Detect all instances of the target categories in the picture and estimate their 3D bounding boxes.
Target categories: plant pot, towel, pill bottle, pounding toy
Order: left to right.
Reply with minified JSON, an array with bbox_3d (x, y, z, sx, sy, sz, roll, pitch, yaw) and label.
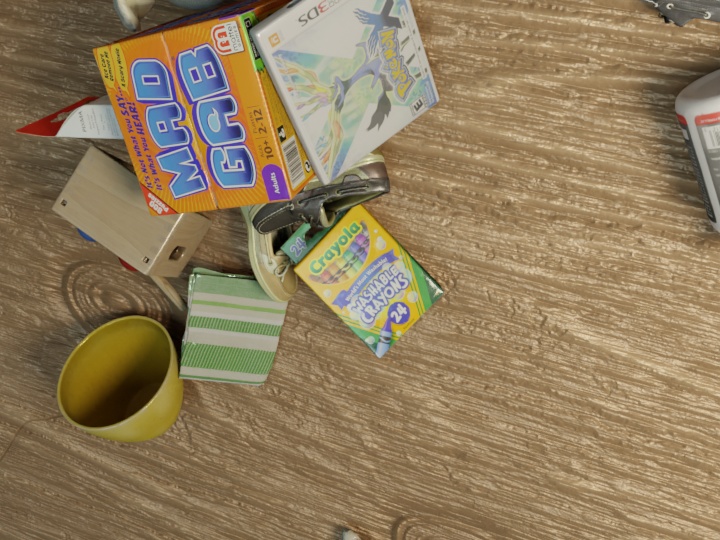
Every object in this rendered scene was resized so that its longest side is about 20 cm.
[{"bbox_3d":[-0.368,0.199,1.241,0.196,0.203,0.143,3,144,20],"label":"plant pot"},{"bbox_3d":[-0.310,-0.050,1.080,0.182,0.200,0.144,34,89,2],"label":"pounding toy"},{"bbox_3d":[-0.197,0.092,1.166,0.149,0.024,0.203,8,121,-13],"label":"towel"},{"bbox_3d":[0.411,-0.105,0.790,0.114,0.116,0.203,-16,110,28],"label":"pill bottle"}]

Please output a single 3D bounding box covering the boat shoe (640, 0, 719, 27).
[{"bbox_3d":[0.334,-0.277,0.766,0.196,0.071,0.067,13,140,19],"label":"boat shoe"}]

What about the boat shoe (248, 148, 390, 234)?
[{"bbox_3d":[-0.053,-0.087,0.970,0.198,0.072,0.067,-25,73,16],"label":"boat shoe"}]

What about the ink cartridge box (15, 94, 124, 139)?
[{"bbox_3d":[-0.332,-0.223,1.005,0.196,0.161,0.048,7,121,19],"label":"ink cartridge box"}]

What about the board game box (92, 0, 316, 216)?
[{"bbox_3d":[-0.155,-0.206,0.917,0.196,0.200,0.204,-4,115,24],"label":"board game box"}]

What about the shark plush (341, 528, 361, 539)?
[{"bbox_3d":[0.008,0.535,1.344,0.082,0.091,0.202,25,146,31],"label":"shark plush"}]

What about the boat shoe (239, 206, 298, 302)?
[{"bbox_3d":[-0.117,-0.051,1.063,0.062,0.073,0.205,-3,108,28],"label":"boat shoe"}]

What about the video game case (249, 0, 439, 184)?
[{"bbox_3d":[-0.008,-0.225,0.845,0.022,0.181,0.202,39,162,46],"label":"video game case"}]

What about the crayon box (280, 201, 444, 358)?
[{"bbox_3d":[0.000,0.000,1.022,0.126,0.052,0.200,-45,95,6],"label":"crayon box"}]

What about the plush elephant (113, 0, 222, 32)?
[{"bbox_3d":[-0.240,-0.374,0.888,0.198,0.155,0.167,-23,102,31],"label":"plush elephant"}]
